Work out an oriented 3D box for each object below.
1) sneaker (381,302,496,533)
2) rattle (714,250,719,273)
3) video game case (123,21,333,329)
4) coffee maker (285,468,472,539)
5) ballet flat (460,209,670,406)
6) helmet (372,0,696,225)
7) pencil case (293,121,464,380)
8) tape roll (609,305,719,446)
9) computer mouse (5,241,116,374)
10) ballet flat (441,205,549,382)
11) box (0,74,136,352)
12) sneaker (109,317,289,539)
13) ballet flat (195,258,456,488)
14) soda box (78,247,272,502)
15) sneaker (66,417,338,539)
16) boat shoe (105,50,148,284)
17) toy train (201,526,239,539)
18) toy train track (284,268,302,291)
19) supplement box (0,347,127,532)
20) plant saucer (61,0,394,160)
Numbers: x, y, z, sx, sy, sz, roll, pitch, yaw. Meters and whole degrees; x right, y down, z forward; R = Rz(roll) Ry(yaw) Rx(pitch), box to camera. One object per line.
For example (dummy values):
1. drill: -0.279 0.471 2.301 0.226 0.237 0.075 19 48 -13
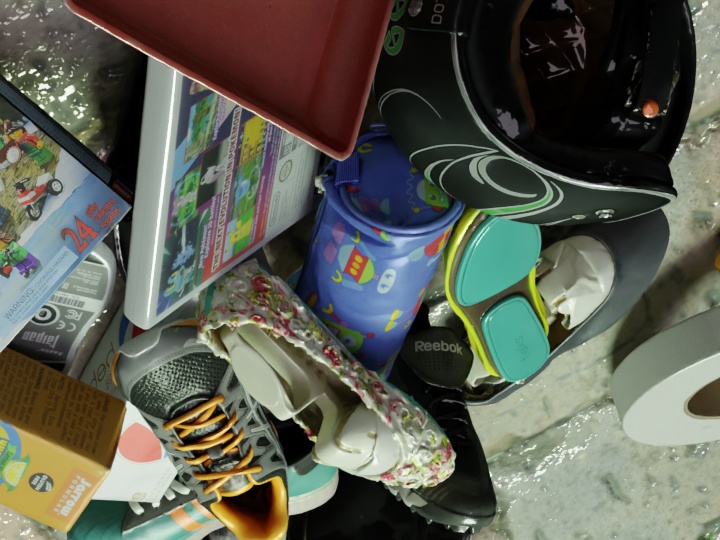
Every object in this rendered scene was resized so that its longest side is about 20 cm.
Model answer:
1. sneaker: 0.043 0.086 1.306 0.066 0.200 0.091 7 118 -24
2. rattle: 0.378 -0.003 1.416 0.200 0.130 0.143 13 126 -40
3. video game case: -0.058 -0.084 1.117 0.182 0.023 0.200 -38 152 -39
4. coffee maker: 0.008 0.243 1.500 0.192 0.135 0.200 -22 140 0
5. ballet flat: 0.128 0.027 1.361 0.073 0.073 0.200 22 125 -40
6. helmet: 0.104 -0.115 1.106 0.200 0.191 0.200 0 92 -10
7. pencil case: 0.000 0.000 1.218 0.087 0.078 0.200 17 141 -2
8. tape roll: 0.284 0.073 1.477 0.202 0.037 0.203 -13 156 -6
9. computer mouse: -0.203 0.035 1.239 0.109 0.044 0.200 15 131 -20
10. ballet flat: 0.077 -0.001 1.256 0.067 0.067 0.200 -29 147 -7
11. box: -0.239 -0.012 1.099 0.137 0.038 0.200 40 102 -14
12. sneaker: -0.089 0.101 1.243 0.078 0.077 0.200 -27 140 6
13. ballet flat: -0.027 0.077 1.201 0.200 0.064 0.076 42 128 -14
14. soda box: -0.127 0.064 1.292 0.068 0.064 0.200 8 132 -32
15. sneaker: -0.109 0.140 1.386 0.200 0.071 0.080 -16 137 -18
16. boat shoe: -0.115 -0.058 1.140 0.066 0.070 0.200 -36 155 -48
17. toy train: -0.122 0.250 1.495 0.114 0.085 0.200 -3 140 -5
18. toy train track: 0.001 -0.029 1.278 0.200 0.033 0.115 -37 142 26
19. supplement box: -0.244 0.079 1.197 0.200 0.069 0.067 25 123 -16
20. plant saucer: -0.057 -0.181 0.996 0.037 0.200 0.199 4 163 45
